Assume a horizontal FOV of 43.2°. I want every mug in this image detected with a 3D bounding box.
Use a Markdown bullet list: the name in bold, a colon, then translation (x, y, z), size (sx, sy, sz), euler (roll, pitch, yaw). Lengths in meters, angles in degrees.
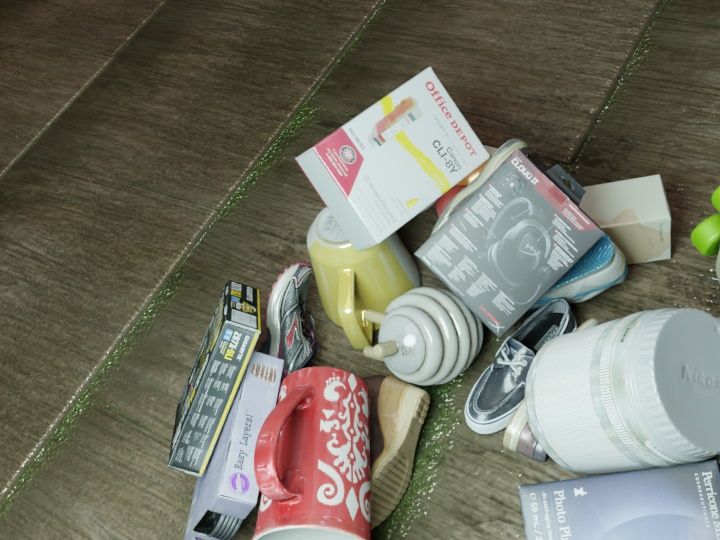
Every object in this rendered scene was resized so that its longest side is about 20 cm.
- **mug**: translation (0.005, -0.008, 1.251), size (0.149, 0.153, 0.187), euler (-32, 50, -7)
- **mug**: translation (-0.045, 0.209, 1.017), size (0.133, 0.178, 0.201), euler (4, 52, 0)

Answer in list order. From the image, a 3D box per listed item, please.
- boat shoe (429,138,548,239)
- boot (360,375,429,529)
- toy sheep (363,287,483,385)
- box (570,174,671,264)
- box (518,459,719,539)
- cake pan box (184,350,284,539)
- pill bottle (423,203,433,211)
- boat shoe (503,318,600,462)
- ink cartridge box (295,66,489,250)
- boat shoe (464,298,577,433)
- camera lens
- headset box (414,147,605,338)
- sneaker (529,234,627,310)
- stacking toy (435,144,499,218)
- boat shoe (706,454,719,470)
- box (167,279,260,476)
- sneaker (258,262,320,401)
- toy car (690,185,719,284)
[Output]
- **boat shoe**: translation (0.166, -0.078, 1.186), size (0.073, 0.074, 0.200), euler (42, 99, 25)
- **boot**: translation (-0.013, 0.221, 1.149), size (0.166, 0.072, 0.201), euler (4, 55, 37)
- **toy sheep**: translation (0.081, 0.084, 1.158), size (0.138, 0.139, 0.200), euler (27, 30, 34)
- **box**: translation (0.309, -0.057, 1.221), size (0.199, 0.095, 0.078), euler (-9, 52, 14)
- **box**: translation (0.272, 0.307, 0.902), size (0.197, 0.123, 0.201), euler (-10, 65, 11)
- **cake pan box**: translation (-0.157, 0.225, 1.113), size (0.052, 0.184, 0.201), euler (17, 51, -12)
- **pill bottle**: translation (0.033, -0.138, 1.315), size (0.114, 0.114, 0.200), euler (-40, 16, -13)
- **boat shoe**: translation (0.248, 0.147, 1.102), size (0.065, 0.072, 0.200), euler (31, 65, 23)
- **ink cartridge box**: translation (0.043, -0.143, 1.160), size (0.200, 0.145, 0.083), euler (-38, 7, -20)
- **boat shoe**: translation (0.200, 0.115, 1.140), size (0.200, 0.068, 0.072), euler (-43, 51, -15)
- **camera lens**: translation (0.287, 0.132, 0.969), size (0.200, 0.160, 0.160), euler (-27, 31, 57)
- **headset box**: translation (0.189, -0.041, 1.120), size (0.149, 0.077, 0.200), euler (44, 99, 4)
- **sneaker**: translation (0.252, 0.018, 1.197), size (0.199, 0.081, 0.077), euler (-20, 55, 31)
- **stacking toy**: translation (0.153, -0.065, 1.281), size (0.145, 0.146, 0.201), euler (7, 73, 24)
- **boat shoe**: translation (0.372, 0.161, 1.046), size (0.072, 0.062, 0.201), euler (-11, 51, 10)
- **box**: translation (-0.181, 0.129, 1.134), size (0.160, 0.049, 0.201), euler (-117, 49, -71)
- **sneaker**: translation (-0.090, 0.089, 1.246), size (0.074, 0.081, 0.201), euler (6, 81, 16)
- **toy car**: translation (0.541, -0.042, 1.102), size (0.199, 0.158, 0.165), euler (-22, 60, -14)
